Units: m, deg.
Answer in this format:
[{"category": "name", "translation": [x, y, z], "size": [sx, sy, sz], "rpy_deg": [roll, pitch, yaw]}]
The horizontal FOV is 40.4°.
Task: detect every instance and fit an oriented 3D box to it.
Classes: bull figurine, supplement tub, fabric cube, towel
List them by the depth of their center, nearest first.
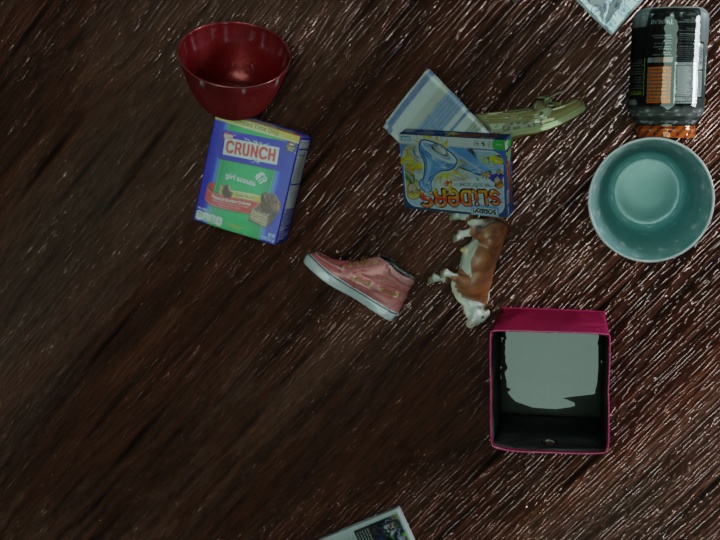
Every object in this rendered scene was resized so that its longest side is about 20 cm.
[{"category": "supplement tub", "translation": [0.497, -0.317, 1.580], "size": [0.120, 0.122, 0.205], "rpy_deg": [2, 99, 12]}, {"category": "fabric cube", "translation": [0.319, 0.180, 1.651], "size": [0.192, 0.199, 0.205], "rpy_deg": [1, 98, 11]}, {"category": "towel", "translation": [0.144, -0.232, 1.691], "size": [0.200, 0.024, 0.147], "rpy_deg": [46, 129, 5]}, {"category": "bull figurine", "translation": [0.193, -0.005, 1.712], "size": [0.119, 0.065, 0.204], "rpy_deg": [15, 94, -23]}]

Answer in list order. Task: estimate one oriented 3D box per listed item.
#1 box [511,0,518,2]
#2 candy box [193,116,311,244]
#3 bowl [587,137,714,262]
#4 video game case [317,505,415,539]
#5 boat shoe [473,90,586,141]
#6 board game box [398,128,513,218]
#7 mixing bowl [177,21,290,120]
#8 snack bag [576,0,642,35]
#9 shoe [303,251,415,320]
[{"category": "box", "translation": [0.327, -0.536, 1.618], "size": [0.196, 0.060, 0.119], "rpy_deg": [-16, 94, 14]}, {"category": "candy box", "translation": [-0.196, -0.169, 1.775], "size": [0.166, 0.077, 0.204], "rpy_deg": [16, 100, 10]}, {"category": "bowl", "translation": [0.475, -0.125, 1.616], "size": [0.196, 0.105, 0.205], "rpy_deg": [3, 105, 11]}, {"category": "video game case", "translation": [0.036, 0.571, 1.859], "size": [0.179, 0.023, 0.203], "rpy_deg": [-25, 91, 15]}, {"category": "boat shoe", "translation": [0.283, -0.261, 1.660], "size": [0.196, 0.073, 0.064], "rpy_deg": [-16, 97, 15]}, {"category": "board game box", "translation": [0.163, -0.168, 1.672], "size": [0.196, 0.034, 0.138], "rpy_deg": [7, 117, 29]}, {"category": "mixing bowl", "translation": [-0.221, -0.336, 1.717], "size": [0.196, 0.202, 0.110], "rpy_deg": [17, 136, 9]}, {"category": "snack bag", "translation": [0.407, -0.515, 1.562], "size": [0.189, 0.021, 0.200], "rpy_deg": [46, 104, 3]}, {"category": "shoe", "translation": [0.000, 0.000, 1.763], "size": [0.198, 0.072, 0.092], "rpy_deg": [32, 102, 1]}]
